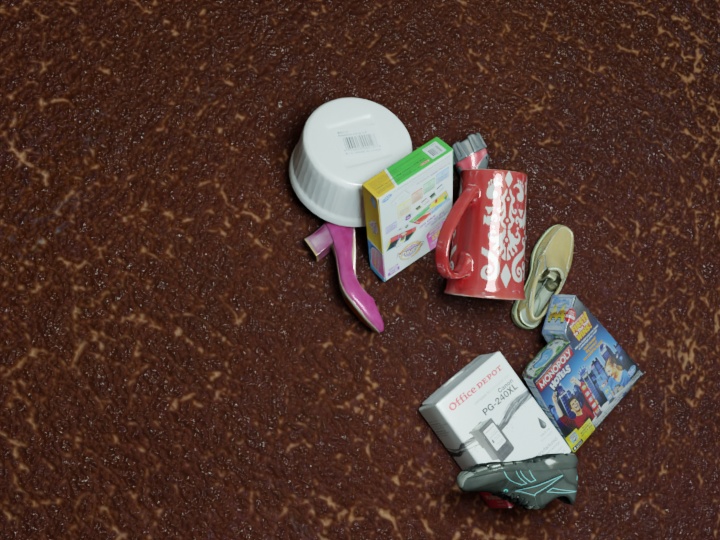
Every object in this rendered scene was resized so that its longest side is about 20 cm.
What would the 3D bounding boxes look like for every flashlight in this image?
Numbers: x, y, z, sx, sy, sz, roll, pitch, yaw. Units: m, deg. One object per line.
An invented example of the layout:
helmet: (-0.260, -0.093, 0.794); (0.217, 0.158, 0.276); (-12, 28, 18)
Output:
flashlight: (0.220, -0.133, 1.584); (0.201, 0.067, 0.068); (62, 30, 2)

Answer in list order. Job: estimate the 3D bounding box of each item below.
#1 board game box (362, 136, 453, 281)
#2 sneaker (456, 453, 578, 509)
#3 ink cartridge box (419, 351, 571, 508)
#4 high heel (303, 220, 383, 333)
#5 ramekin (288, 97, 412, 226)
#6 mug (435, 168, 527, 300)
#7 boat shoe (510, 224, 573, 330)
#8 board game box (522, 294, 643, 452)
board game box: (0.078, -0.093, 1.467); (0.152, 0.201, 0.040); (-33, 56, -21)
sneaker: (0.240, 0.320, 1.383); (0.198, 0.075, 0.080); (-3, 82, -16)
ink cartridge box: (0.212, 0.252, 1.473); (0.145, 0.083, 0.201); (-36, 89, -19)
high heel: (0.000, 0.000, 1.490); (0.095, 0.067, 0.201); (-34, 74, -9)
ramekin: (-0.011, -0.180, 1.488); (0.198, 0.098, 0.203); (5, 61, -10)
mug: (0.203, -0.058, 1.476); (0.132, 0.177, 0.203); (5, 91, 18)
boat shoe: (0.323, 0.007, 1.568); (0.071, 0.076, 0.202); (25, 71, -7)
board game box: (0.344, 0.151, 1.508); (0.200, 0.061, 0.201); (-40, 107, -25)
